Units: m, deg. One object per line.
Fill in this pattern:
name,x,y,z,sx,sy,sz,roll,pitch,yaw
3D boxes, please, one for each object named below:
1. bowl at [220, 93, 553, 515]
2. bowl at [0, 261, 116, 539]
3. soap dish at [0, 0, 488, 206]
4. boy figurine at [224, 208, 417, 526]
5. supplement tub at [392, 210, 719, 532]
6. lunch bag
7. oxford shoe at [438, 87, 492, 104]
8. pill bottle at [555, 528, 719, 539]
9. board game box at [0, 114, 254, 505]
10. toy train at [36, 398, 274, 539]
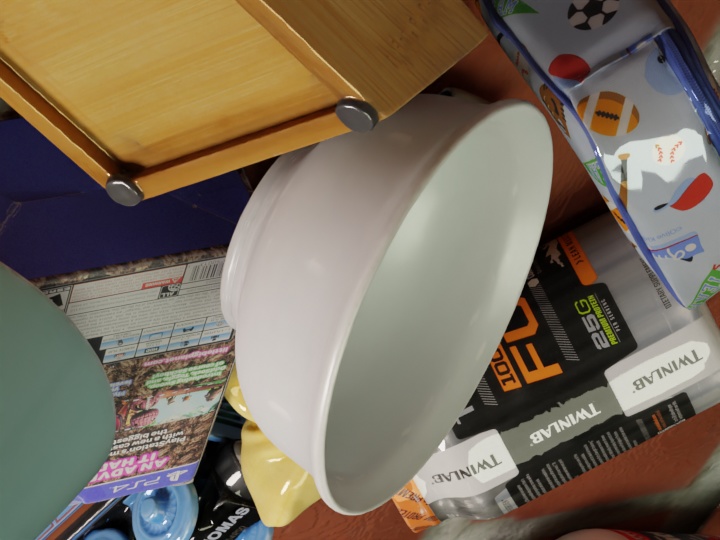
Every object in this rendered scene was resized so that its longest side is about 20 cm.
bowl,0.000,0.000,1.285,0.201,0.090,0.202,-50,156,-33
bowl,-0.215,0.079,1.251,0.200,0.105,0.201,10,138,9
soap dish,-0.072,-0.107,1.128,0.199,0.082,0.157,-16,130,46
boy figurine,-0.016,0.040,1.425,0.124,0.065,0.201,7,123,-3
supplement tub,0.096,0.057,1.586,0.199,0.123,0.123,-28,150,2
lunch bag,0.119,-0.086,1.313,0.075,0.200,0.160,-32,136,7
oxford shoe,-0.002,-0.023,1.461,0.200,0.071,0.075,-41,127,17
pill bottle,0.175,0.232,1.916,0.199,0.120,0.120,8,136,-44
board game box,-0.148,0.023,1.374,0.159,0.097,0.200,-10,146,-25
toy train,-0.128,0.137,1.548,0.200,0.115,0.086,-42,143,25
